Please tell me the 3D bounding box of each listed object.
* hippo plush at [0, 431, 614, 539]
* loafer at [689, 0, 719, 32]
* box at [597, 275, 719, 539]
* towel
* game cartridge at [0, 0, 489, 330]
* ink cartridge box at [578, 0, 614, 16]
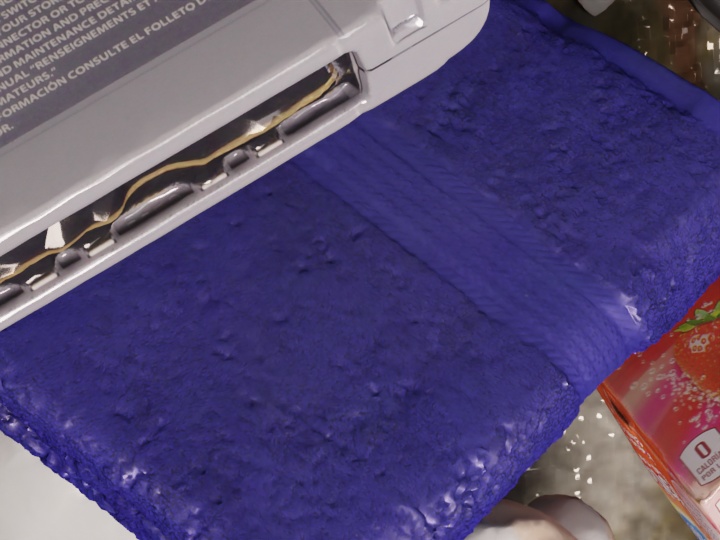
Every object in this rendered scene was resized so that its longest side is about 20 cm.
[{"bbox_3d":[-0.042,0.088,0.825,0.200,0.159,0.161,-38,84,-13],"label":"hippo plush"},{"bbox_3d":[0.103,-0.111,0.792,0.070,0.068,0.201,-41,128,14],"label":"loafer"},{"bbox_3d":[0.171,0.010,0.812,0.200,0.095,0.100,-36,129,1],"label":"box"},{"bbox_3d":[0.000,0.000,0.764,0.148,0.050,0.200,37,62,16],"label":"towel"},{"bbox_3d":[-0.084,-0.060,0.744,0.200,0.133,0.041,-31,149,-9],"label":"game cartridge"},{"bbox_3d":[0.061,-0.190,0.793,0.163,0.057,0.200,-43,135,3],"label":"ink cartridge box"}]
